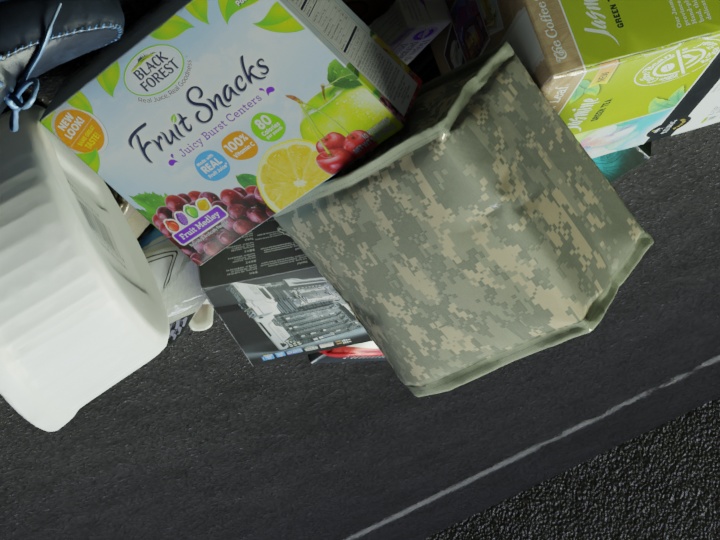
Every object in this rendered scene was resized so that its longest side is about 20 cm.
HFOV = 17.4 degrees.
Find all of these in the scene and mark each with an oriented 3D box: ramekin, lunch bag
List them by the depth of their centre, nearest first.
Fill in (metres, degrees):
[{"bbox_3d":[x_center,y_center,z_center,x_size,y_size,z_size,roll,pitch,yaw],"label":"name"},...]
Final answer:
[{"bbox_3d":[0.053,-0.022,1.467,0.199,0.164,0.118,-25,-162,45],"label":"lunch bag"},{"bbox_3d":[-0.204,-0.008,1.504,0.097,0.202,0.200,-29,165,5],"label":"ramekin"}]

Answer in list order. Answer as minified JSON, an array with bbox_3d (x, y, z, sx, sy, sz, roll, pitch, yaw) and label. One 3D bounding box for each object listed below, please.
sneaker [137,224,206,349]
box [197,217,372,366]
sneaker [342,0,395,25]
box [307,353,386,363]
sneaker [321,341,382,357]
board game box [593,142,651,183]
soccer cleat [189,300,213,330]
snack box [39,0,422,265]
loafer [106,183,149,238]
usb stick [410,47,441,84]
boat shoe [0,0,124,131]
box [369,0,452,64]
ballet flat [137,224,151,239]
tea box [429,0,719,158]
[{"bbox_3d":[-0.148,0.005,1.716,0.072,0.073,0.200,18,140,-39],"label":"sneaker"},{"bbox_3d":[0.000,0.000,1.621,0.198,0.050,0.158,-11,158,6],"label":"box"},{"bbox_3d":[-0.049,-0.127,1.507,0.199,0.076,0.070,-27,164,26],"label":"sneaker"},{"bbox_3d":[0.029,-0.013,1.888,0.104,0.149,0.199,-29,162,32],"label":"box"},{"bbox_3d":[-0.031,-0.004,1.723,0.116,0.199,0.078,-60,-172,2],"label":"sneaker"},{"bbox_3d":[0.096,-0.082,1.728,0.135,0.028,0.200,38,128,-23],"label":"board game box"},{"bbox_3d":[-0.101,-0.018,1.827,0.069,0.078,0.200,-13,163,-27],"label":"soccer cleat"},{"bbox_3d":[-0.081,-0.103,1.435,0.199,0.142,0.053,-33,-158,39],"label":"snack box"},{"bbox_3d":[-0.211,-0.017,1.689,0.199,0.076,0.068,-31,156,34],"label":"loafer"},{"bbox_3d":[0.001,-0.089,1.654,0.200,0.033,0.055,-44,-176,-7],"label":"usb stick"},{"bbox_3d":[-0.227,-0.106,1.355,0.198,0.069,0.084,-20,166,-4],"label":"boat shoe"},{"bbox_3d":[-0.005,-0.137,1.601,0.038,0.042,0.200,-13,163,-33],"label":"box"},{"bbox_3d":[-0.202,-0.002,1.789,0.199,0.068,0.075,-29,173,18],"label":"ballet flat"},{"bbox_3d":[0.165,-0.168,1.533,0.195,0.135,0.200,-15,165,-14],"label":"tea box"}]
